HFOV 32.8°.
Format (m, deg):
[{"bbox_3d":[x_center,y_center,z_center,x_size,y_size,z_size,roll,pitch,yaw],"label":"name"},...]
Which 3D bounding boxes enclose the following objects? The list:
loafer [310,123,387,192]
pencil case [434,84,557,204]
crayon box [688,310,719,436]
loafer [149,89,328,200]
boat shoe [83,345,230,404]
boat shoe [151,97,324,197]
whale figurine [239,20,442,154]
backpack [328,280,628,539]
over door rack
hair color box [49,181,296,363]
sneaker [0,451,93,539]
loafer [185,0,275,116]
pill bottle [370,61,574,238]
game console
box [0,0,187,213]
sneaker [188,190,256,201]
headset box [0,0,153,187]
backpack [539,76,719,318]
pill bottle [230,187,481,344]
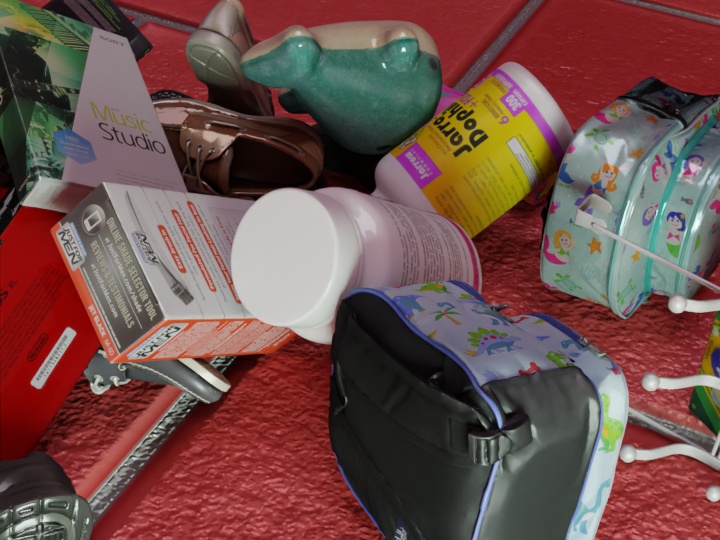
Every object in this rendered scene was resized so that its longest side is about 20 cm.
[{"bbox_3d":[0.026,-0.100,1.171,0.198,0.068,0.071,10,70,25],"label":"loafer"},{"bbox_3d":[0.108,-0.136,1.215,0.198,0.089,0.088,26,40,23],"label":"pencil case"},{"bbox_3d":[0.328,0.107,0.873,0.051,0.127,0.200,-15,40,-25],"label":"crayon box"},{"bbox_3d":[-0.118,-0.099,1.148,0.198,0.071,0.073,32,61,6],"label":"loafer"},{"bbox_3d":[-0.192,0.065,0.945,0.198,0.073,0.063,25,83,17],"label":"boat shoe"},{"bbox_3d":[-0.127,-0.101,1.052,0.197,0.077,0.072,0,28,-8],"label":"boat shoe"},{"bbox_3d":[-0.011,-0.158,1.065,0.158,0.105,0.199,-17,-11,36],"label":"whale figurine"},{"bbox_3d":[0.069,0.104,0.804,0.145,0.186,0.200,-7,29,-30],"label":"backpack"},{"bbox_3d":[0.211,0.059,0.909,0.066,0.150,0.200,-17,41,-37],"label":"over door rack"},{"bbox_3d":[-0.123,0.003,0.907,0.199,0.064,0.112,5,53,-61],"label":"hair color box"},{"bbox_3d":[-0.276,0.164,0.781,0.197,0.077,0.091,-5,27,-25],"label":"sneaker"},{"bbox_3d":[-0.111,-0.176,1.147,0.071,0.201,0.064,18,69,13],"label":"loafer"},{"bbox_3d":[0.084,-0.083,1.067,0.199,0.105,0.104,-38,44,0],"label":"pill bottle"},{"bbox_3d":[-0.288,0.044,0.914,0.171,0.119,0.202,33,65,-9],"label":"game console"},{"bbox_3d":[-0.222,-0.124,0.964,0.143,0.036,0.202,11,43,-46],"label":"box"},{"bbox_3d":[-0.193,-0.034,1.056,0.113,0.074,0.199,25,27,30],"label":"sneaker"},{"bbox_3d":[-0.301,-0.155,1.107,0.093,0.173,0.201,46,34,-16],"label":"headset box"},{"bbox_3d":[0.239,-0.056,1.042,0.149,0.180,0.199,26,34,31],"label":"backpack"},{"bbox_3d":[0.000,0.000,0.921,0.113,0.115,0.199,31,11,32],"label":"pill bottle"}]
